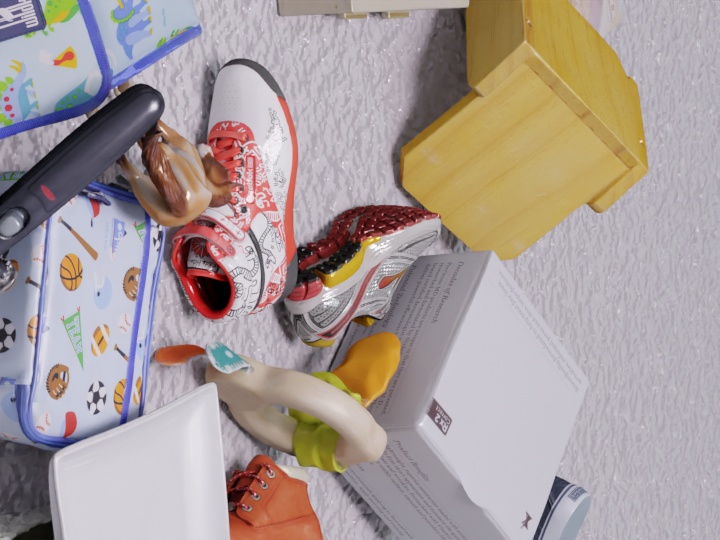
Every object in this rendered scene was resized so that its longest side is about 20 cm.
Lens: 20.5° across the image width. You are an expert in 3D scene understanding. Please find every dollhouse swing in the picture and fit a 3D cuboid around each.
[{"bbox_3d":[0.143,-0.144,1.887,0.200,0.176,0.182,40,34,-33],"label":"dollhouse swing"}]

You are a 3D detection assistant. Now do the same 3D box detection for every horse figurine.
[{"bbox_3d":[-0.141,-0.080,1.420,0.133,0.050,0.200,57,5,-14],"label":"horse figurine"}]

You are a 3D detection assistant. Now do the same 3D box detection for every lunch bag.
[{"bbox_3d":[-0.202,0.027,1.401,0.160,0.075,0.200,21,75,-59],"label":"lunch bag"},{"bbox_3d":[-0.220,-0.196,1.326,0.200,0.127,0.170,-36,125,-35],"label":"lunch bag"}]

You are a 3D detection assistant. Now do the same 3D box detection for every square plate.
[{"bbox_3d":[-0.156,0.197,1.408,0.198,0.028,0.200,-23,113,-59],"label":"square plate"}]

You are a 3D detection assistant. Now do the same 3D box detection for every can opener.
[{"bbox_3d":[-0.208,-0.054,1.293,0.200,0.063,0.079,-35,115,0],"label":"can opener"}]

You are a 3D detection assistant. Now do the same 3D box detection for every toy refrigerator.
[{"bbox_3d":[0.014,-0.252,1.728,0.200,0.076,0.070,-15,104,-57],"label":"toy refrigerator"}]

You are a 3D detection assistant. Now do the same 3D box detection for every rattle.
[{"bbox_3d":[-0.056,0.065,1.598,0.200,0.130,0.143,37,77,-23],"label":"rattle"}]

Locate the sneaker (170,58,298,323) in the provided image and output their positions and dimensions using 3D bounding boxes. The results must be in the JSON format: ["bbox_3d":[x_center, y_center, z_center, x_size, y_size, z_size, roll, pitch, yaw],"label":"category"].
[{"bbox_3d":[-0.101,-0.059,1.561,0.108,0.067,0.202,-28,117,-57],"label":"sneaker"}]

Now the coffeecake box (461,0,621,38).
[{"bbox_3d":[0.179,-0.279,1.992,0.200,0.073,0.154,-46,128,-48],"label":"coffeecake box"}]

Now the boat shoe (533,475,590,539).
[{"bbox_3d":[0.149,0.275,1.934,0.071,0.091,0.200,-16,132,-56],"label":"boat shoe"}]

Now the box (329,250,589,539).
[{"bbox_3d":[0.081,0.121,1.778,0.199,0.131,0.200,52,49,-35],"label":"box"}]

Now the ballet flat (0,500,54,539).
[{"bbox_3d":[-0.219,0.200,1.389,0.200,0.072,0.072,-7,97,-58],"label":"ballet flat"}]

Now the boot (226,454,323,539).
[{"bbox_3d":[-0.097,0.199,1.588,0.200,0.075,0.107,14,70,-60],"label":"boot"}]

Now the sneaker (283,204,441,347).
[{"bbox_3d":[0.000,0.000,1.730,0.200,0.078,0.082,-33,123,-42],"label":"sneaker"}]
